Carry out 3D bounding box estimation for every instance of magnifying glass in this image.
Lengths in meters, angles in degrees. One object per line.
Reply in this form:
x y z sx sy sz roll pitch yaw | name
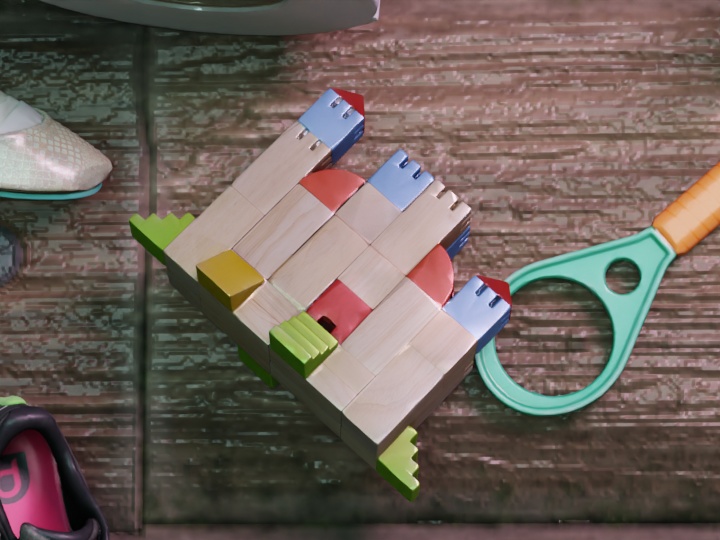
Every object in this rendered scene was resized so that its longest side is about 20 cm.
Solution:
0.144 -0.002 1.338 0.200 0.022 0.080 -41 82 -2 | magnifying glass

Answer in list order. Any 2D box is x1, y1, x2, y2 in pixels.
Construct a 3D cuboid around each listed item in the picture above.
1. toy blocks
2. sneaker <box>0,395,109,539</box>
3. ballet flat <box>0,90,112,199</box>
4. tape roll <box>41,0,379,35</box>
0.000 0.000 1.320 0.200 0.100 0.137 42 75 13 | toy blocks
-0.165 0.161 1.302 0.077 0.084 0.200 -13 83 -25 | sneaker
-0.231 -0.078 1.346 0.200 0.067 0.062 6 115 5 | ballet flat
-0.083 -0.208 1.290 0.202 0.203 0.139 5 84 5 | tape roll
